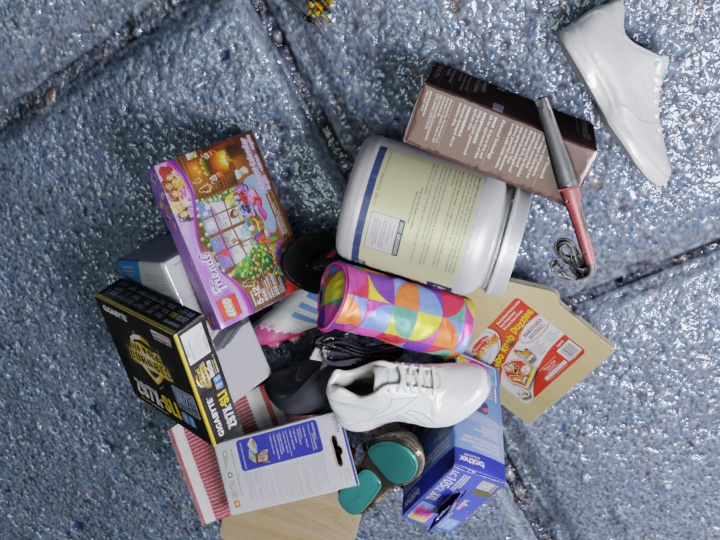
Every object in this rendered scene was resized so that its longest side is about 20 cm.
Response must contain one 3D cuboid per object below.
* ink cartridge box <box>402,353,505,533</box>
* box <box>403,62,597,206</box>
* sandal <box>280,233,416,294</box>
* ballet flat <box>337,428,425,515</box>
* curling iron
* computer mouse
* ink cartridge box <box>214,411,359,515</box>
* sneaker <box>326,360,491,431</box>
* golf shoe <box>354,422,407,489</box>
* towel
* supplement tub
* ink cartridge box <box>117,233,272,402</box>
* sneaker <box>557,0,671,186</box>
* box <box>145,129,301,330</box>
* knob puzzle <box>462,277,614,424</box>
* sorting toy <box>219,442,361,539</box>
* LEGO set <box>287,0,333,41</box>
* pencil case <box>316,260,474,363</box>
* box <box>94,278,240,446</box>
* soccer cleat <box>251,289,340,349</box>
[{"bbox_3d":[0.113,0.223,1.018,0.075,0.203,0.137,20,133,-15],"label":"ink cartridge box"},{"bbox_3d":[0.153,-0.150,0.905,0.196,0.101,0.076,23,118,1],"label":"box"},{"bbox_3d":[0.000,0.000,1.009,0.196,0.077,0.045,15,162,-15],"label":"sandal"},{"bbox_3d":[0.034,0.237,1.024,0.068,0.075,0.201,45,137,8],"label":"ballet flat"},{"bbox_3d":[0.206,-0.078,0.854,0.048,0.026,0.204,-10,110,14],"label":"curling iron"},{"bbox_3d":[-0.049,0.141,1.034,0.136,0.054,0.199,11,149,-38],"label":"computer mouse"},{"bbox_3d":[-0.093,0.246,1.065,0.197,0.037,0.097,-19,83,25],"label":"ink cartridge box"},{"bbox_3d":[0.053,0.140,0.959,0.196,0.072,0.081,-11,141,11],"label":"sneaker"},{"bbox_3d":[0.023,0.200,1.109,0.072,0.092,0.201,-36,100,29],"label":"golf shoe"},{"bbox_3d":[-0.150,0.242,1.129,0.196,0.023,0.147,-23,84,2],"label":"towel"},{"bbox_3d":[0.082,-0.059,0.940,0.196,0.146,0.148,17,118,6],"label":"supplement tub"},{"bbox_3d":[-0.214,0.061,1.066,0.144,0.083,0.204,3,119,51],"label":"ink cartridge box"},{"bbox_3d":[0.293,-0.187,0.875,0.088,0.075,0.202,-31,104,13],"label":"sneaker"},{"bbox_3d":[-0.154,-0.049,0.990,0.039,0.135,0.204,-11,104,58],"label":"box"},{"bbox_3d":[0.188,0.081,1.040,0.215,0.031,0.224,14,127,19],"label":"knob puzzle"},{"bbox_3d":[-0.091,0.327,1.210,0.196,0.070,0.202,17,118,5],"label":"sorting toy"},{"bbox_3d":[-0.082,-0.324,0.848,0.199,0.154,0.116,40,91,-20],"label":"LEGO set"},{"bbox_3d":[0.042,0.051,0.968,0.197,0.089,0.089,18,122,-29],"label":"pencil case"},{"bbox_3d":[-0.238,0.109,1.018,0.198,0.049,0.163,18,132,44],"label":"box"},{"bbox_3d":[-0.073,0.044,1.081,0.196,0.070,0.088,-16,91,21],"label":"soccer cleat"}]
